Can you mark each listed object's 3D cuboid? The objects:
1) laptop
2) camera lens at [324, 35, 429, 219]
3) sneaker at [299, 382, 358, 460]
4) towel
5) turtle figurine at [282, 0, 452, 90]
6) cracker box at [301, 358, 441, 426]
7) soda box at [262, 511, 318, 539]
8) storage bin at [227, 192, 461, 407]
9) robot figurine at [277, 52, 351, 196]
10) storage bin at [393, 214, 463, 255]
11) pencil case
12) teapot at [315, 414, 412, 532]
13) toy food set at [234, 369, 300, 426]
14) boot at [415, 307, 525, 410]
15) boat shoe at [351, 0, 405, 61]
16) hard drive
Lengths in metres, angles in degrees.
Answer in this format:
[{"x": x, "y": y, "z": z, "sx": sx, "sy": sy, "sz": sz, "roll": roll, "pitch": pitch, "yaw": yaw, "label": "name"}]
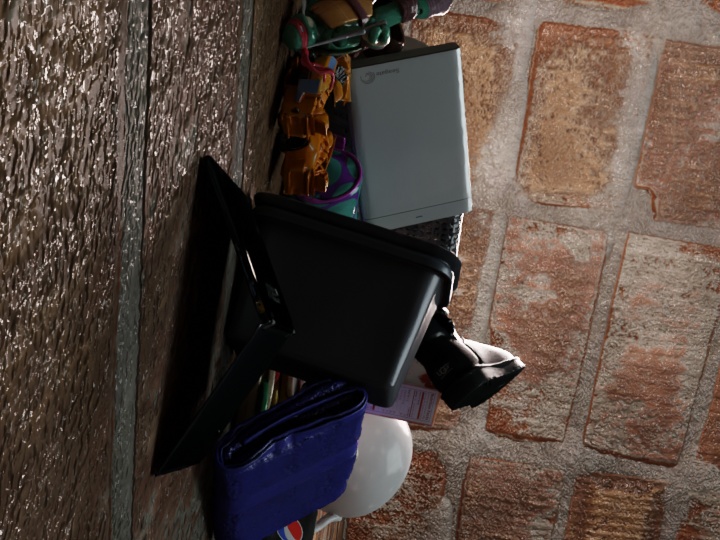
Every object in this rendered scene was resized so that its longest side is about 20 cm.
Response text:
[{"x": -0.119, "y": 0.039, "z": 0.976, "sx": 0.187, "sy": 0.115, "sz": 0.201, "roll": 68, "pitch": 1, "yaw": -84, "label": "laptop"}, {"x": 0.019, "y": -0.166, "z": 1.529, "sx": 0.160, "sy": 0.159, "sz": 0.201, "roll": -78, "pitch": 175, "yaw": -52, "label": "camera lens"}, {"x": -0.035, "y": 0.154, "z": 1.350, "sx": 0.200, "sy": 0.069, "sz": 0.100, "roll": -9, "pitch": 105, "yaw": -87, "label": "sneaker"}, {"x": -0.071, "y": 0.176, "z": 1.149, "sx": 0.050, "sy": 0.147, "sz": 0.200, "roll": 57, "pitch": -22, "yaw": 26, "label": "towel"}, {"x": -0.012, "y": -0.255, "z": 1.216, "sx": 0.199, "sy": 0.150, "sz": 0.101, "roll": -28, "pitch": 160, "yaw": -35, "label": "turtle figurine"}, {"x": -0.001, "y": 0.102, "z": 1.471, "sx": 0.134, "sy": 0.199, "sz": 0.058, "roll": -77, "pitch": 178, "yaw": -60, "label": "cracker box"}, {"x": -0.098, "y": 0.318, "z": 1.335, "sx": 0.071, "sy": 0.063, "sz": 0.201, "roll": -43, "pitch": -156, "yaw": 41, "label": "soda box"}, {"x": -0.025, "y": 0.036, "z": 1.159, "sx": 0.146, "sy": 0.199, "sz": 0.135, "roll": 88, "pitch": 22, "yaw": -71, "label": "storage bin"}, {"x": -0.045, "y": -0.175, "z": 1.291, "sx": 0.201, "sy": 0.058, "sz": 0.146, "roll": -78, "pitch": 173, "yaw": -46, "label": "robot figurine"}, {"x": 0.033, "y": -0.059, "z": 1.672, "sx": 0.135, "sy": 0.199, "sz": 0.094, "roll": -70, "pitch": 169, "yaw": -73, "label": "storage bin"}, {"x": -0.040, "y": -0.059, "z": 1.438, "sx": 0.200, "sy": 0.085, "sz": 0.093, "roll": 93, "pitch": 21, "yaw": -60, "label": "pencil case"}, {"x": -0.034, "y": 0.250, "z": 1.803, "sx": 0.146, "sy": 0.197, "sz": 0.200, "roll": 41, "pitch": 15, "yaw": -42, "label": "teapot"}, {"x": -0.094, "y": 0.147, "z": 1.317, "sx": 0.200, "sy": 0.048, "sz": 0.199, "roll": -57, "pitch": 154, "yaw": -81, "label": "toy food set"}, {"x": 0.093, "y": 0.067, "z": 1.396, "sx": 0.076, "sy": 0.168, "sz": 0.200, "roll": -41, "pitch": 165, "yaw": 16, "label": "boot"}, {"x": 0.014, "y": -0.312, "z": 1.452, "sx": 0.072, "sy": 0.072, "sz": 0.201, "roll": 125, "pitch": -35, "yaw": -45, "label": "boat shoe"}, {"x": 0.055, "y": -0.147, "z": 1.426, "sx": 0.027, "sy": 0.131, "sz": 0.201, "roll": -119, "pitch": -161, "yaw": -60, "label": "hard drive"}]
